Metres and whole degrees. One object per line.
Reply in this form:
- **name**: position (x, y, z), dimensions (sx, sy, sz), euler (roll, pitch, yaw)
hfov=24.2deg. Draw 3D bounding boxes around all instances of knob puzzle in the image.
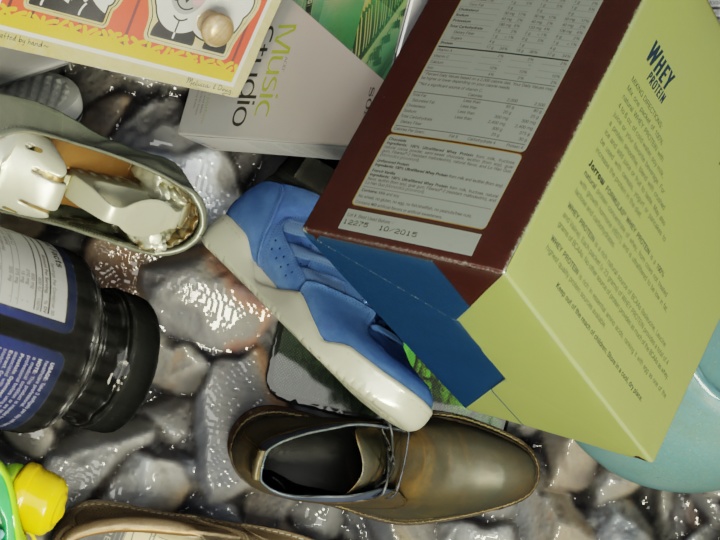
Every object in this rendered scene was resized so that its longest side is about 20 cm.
- **knob puzzle**: position (-0.099, -0.197, 0.914), dimensions (0.218, 0.030, 0.221), euler (-18, 127, -25)

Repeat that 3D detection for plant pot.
- **plant pot**: position (0.219, 0.039, 1.024), dimensions (0.198, 0.135, 0.203), euler (0, 87, -7)

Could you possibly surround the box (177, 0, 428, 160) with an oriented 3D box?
- **box**: position (-0.025, -0.140, 0.987), dimensions (0.036, 0.199, 0.146), euler (19, 84, -40)

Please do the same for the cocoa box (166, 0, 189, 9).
- **cocoa box**: position (-0.126, -0.279, 0.958), dimensions (0.133, 0.131, 0.201), euler (-39, 134, -13)

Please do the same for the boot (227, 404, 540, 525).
- **boot**: position (0.019, 0.124, 1.016), dimensions (0.198, 0.097, 0.076), euler (4, 92, -6)

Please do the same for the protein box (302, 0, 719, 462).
- **protein box**: position (0.108, -0.042, 0.907), dimensions (0.199, 0.134, 0.201), euler (47, 64, -45)

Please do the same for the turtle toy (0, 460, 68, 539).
- **turtle toy**: position (-0.264, 0.174, 0.971), dimensions (0.145, 0.101, 0.202), euler (22, 111, 2)

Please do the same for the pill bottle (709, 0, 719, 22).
- **pill bottle**: position (0.224, -0.169, 1.054), dimensions (0.105, 0.106, 0.202), euler (-2, 86, -6)

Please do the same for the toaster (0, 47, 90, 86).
- **toaster**: position (-0.244, -0.179, 0.990), dimensions (0.128, 0.114, 0.202), euler (-22, 72, -2)

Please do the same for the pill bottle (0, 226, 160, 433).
- **pill bottle**: position (-0.218, 0.029, 0.958), dimensions (0.199, 0.111, 0.113), euler (21, 83, -37)

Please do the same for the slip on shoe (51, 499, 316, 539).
- **slip on shoe**: position (-0.090, 0.185, 1.021), dimensions (0.198, 0.061, 0.077), euler (18, 85, -5)

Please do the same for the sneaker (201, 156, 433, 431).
- **sneaker**: position (-0.001, -0.001, 0.997), dimensions (0.111, 0.077, 0.200), euler (-45, 51, -2)

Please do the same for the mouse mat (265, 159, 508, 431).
- **mouse mat**: position (0.036, 0.002, 1.073), dimensions (0.159, 0.008, 0.202), euler (14, 84, -5)

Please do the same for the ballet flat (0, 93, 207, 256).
- **ballet flat**: position (-0.171, -0.054, 0.976), dimensions (0.199, 0.064, 0.068), euler (15, 111, -42)

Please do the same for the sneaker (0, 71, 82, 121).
- **sneaker**: position (-0.257, -0.052, 1.014), dimensions (0.199, 0.078, 0.080), euler (-25, 133, -20)
